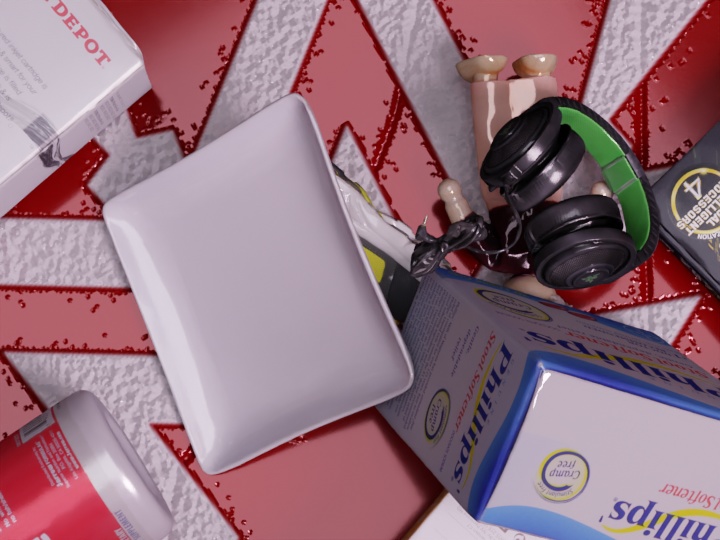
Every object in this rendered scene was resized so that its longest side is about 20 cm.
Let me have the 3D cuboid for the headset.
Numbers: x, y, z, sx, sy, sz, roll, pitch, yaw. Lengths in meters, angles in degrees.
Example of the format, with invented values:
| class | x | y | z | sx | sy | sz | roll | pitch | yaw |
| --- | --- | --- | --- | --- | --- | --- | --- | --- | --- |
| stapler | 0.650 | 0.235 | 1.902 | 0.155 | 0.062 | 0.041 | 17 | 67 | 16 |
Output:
| class | x | y | z | sx | sy | sz | roll | pitch | yaw |
| --- | --- | --- | --- | --- | --- | --- | --- | --- | --- |
| headset | 0.113 | -0.038 | 1.185 | 0.094 | 0.199 | 0.124 | -35 | 81 | 37 |

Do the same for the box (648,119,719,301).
| class | x | y | z | sx | sy | sz | roll | pitch | yaw |
| --- | --- | --- | --- | --- | --- | --- | --- | --- | --- |
| box | 0.308 | -0.054 | 1.254 | 0.200 | 0.049 | 0.161 | -43 | 80 | 2 |

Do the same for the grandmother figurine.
| class | x | y | z | sx | sy | sz | roll | pitch | yaw |
| --- | --- | --- | --- | --- | --- | --- | --- | --- | --- |
| grandmother figurine | 0.113 | -0.043 | 1.267 | 0.120 | 0.061 | 0.203 | -2 | 86 | 3 |

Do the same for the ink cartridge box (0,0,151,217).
| class | x | y | z | sx | sy | sz | roll | pitch | yaw |
| --- | --- | --- | --- | --- | --- | --- | --- | --- | --- |
| ink cartridge box | -0.259 | -0.122 | 1.257 | 0.200 | 0.083 | 0.146 | -40 | 85 | -6 |

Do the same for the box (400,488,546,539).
| class | x | y | z | sx | sy | sz | roll | pitch | yaw |
| --- | --- | --- | --- | --- | --- | --- | --- | --- | --- |
| box | 0.037 | 0.235 | 1.196 | 0.097 | 0.124 | 0.200 | 41 | 84 | 5 |

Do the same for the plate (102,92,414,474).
| class | x | y | z | sx | sy | sz | roll | pitch | yaw |
| --- | --- | --- | --- | --- | --- | --- | --- | --- | --- |
| plate | -0.064 | 0.011 | 1.222 | 0.199 | 0.032 | 0.201 | -26 | 83 | 37 |

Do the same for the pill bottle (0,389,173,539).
| class | x | y | z | sx | sy | sz | roll | pitch | yaw |
| --- | --- | --- | --- | --- | --- | --- | --- | --- | --- |
| pill bottle | -0.230 | 0.175 | 1.206 | 0.199 | 0.112 | 0.113 | -34 | 84 | -4 |

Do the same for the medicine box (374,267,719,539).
| class | x | y | z | sx | sy | sz | roll | pitch | yaw |
| --- | --- | --- | --- | --- | --- | --- | --- | --- | --- |
| medicine box | 0.131 | 0.092 | 1.143 | 0.180 | 0.200 | 0.104 | 17 | 100 | -22 |

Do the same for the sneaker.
| class | x | y | z | sx | sy | sz | roll | pitch | yaw |
| --- | --- | --- | --- | --- | --- | --- | --- | --- | --- |
| sneaker | 0.000 | 0.000 | 1.260 | 0.200 | 0.074 | 0.085 | 43 | 98 | 8 |
